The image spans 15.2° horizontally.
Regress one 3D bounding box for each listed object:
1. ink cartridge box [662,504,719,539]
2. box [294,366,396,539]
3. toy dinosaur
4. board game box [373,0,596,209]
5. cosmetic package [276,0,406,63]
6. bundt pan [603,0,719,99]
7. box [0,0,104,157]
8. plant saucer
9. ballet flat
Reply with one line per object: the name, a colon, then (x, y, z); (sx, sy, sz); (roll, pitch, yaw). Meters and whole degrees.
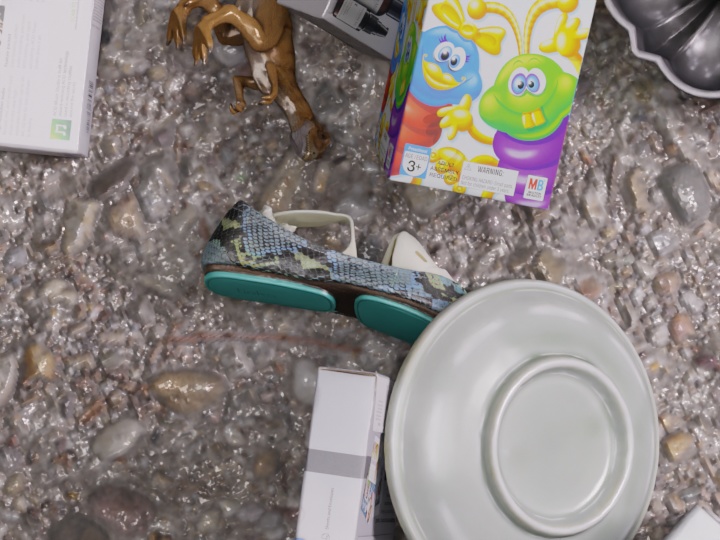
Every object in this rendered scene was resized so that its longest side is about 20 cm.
ink cartridge box: (0.192, 0.259, 1.614); (0.145, 0.145, 0.200); (41, 91, 9)
box: (-0.008, 0.163, 1.638); (0.041, 0.156, 0.202); (6, 86, 10)
toy dinosaur: (-0.066, -0.164, 1.729); (0.105, 0.060, 0.202); (-5, 84, -29)
board game box: (0.081, -0.153, 1.644); (0.104, 0.103, 0.202); (10, 104, -7)
cosmetic package: (0.029, -0.238, 1.699); (0.050, 0.082, 0.201); (23, 88, 44)
bundt pan: (0.245, -0.196, 1.681); (0.200, 0.076, 0.204); (0, 85, 5)
box: (-0.268, -0.154, 1.751); (0.198, 0.036, 0.146); (6, 86, 5)
plant saucer: (0.110, 0.106, 1.632); (0.199, 0.050, 0.202); (1, 89, -31)
ballet flat: (0.000, 0.000, 1.698); (0.198, 0.074, 0.075); (16, 87, 3)
